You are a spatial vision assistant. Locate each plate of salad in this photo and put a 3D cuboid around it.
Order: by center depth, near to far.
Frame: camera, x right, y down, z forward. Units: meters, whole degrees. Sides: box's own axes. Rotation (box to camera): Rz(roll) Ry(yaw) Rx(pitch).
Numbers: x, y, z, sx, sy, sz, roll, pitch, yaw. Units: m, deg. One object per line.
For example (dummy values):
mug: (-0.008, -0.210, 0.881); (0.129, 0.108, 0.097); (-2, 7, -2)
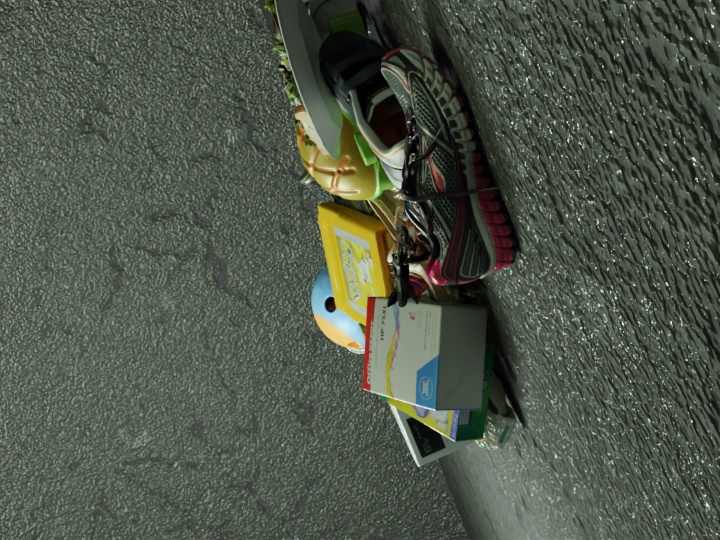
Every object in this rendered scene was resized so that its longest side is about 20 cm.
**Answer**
plate of salad: (-0.064, -0.213, 1.007); (0.200, 0.048, 0.202); (-17, -90, -80)

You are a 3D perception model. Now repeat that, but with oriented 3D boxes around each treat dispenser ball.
treat dispenser ball: (-0.004, 0.063, 1.976); (0.201, 0.199, 0.202); (157, 90, -87)

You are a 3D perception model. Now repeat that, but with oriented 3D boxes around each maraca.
maraca: (-0.033, -0.177, 1.186); (0.201, 0.107, 0.137); (59, 153, -10)

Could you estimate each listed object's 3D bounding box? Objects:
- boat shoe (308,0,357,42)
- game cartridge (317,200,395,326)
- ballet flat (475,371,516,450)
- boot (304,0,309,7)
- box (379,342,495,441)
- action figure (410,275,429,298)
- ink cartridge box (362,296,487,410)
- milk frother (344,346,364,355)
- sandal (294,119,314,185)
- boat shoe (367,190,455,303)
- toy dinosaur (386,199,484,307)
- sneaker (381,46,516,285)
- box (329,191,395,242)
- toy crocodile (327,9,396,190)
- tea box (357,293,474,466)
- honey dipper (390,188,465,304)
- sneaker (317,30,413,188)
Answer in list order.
boat shoe: (-0.025, -0.267, 1.122); (0.200, 0.070, 0.070); (121, 130, -79)
game cartridge: (0.000, 0.000, 1.361); (0.200, 0.032, 0.178); (25, 130, 58)
ballet flat: (0.144, 0.131, 1.186); (0.072, 0.071, 0.201); (71, 174, -53)
boot: (-0.080, -0.342, 1.340); (0.200, 0.075, 0.074); (168, 95, -86)
box: (0.084, 0.125, 1.176); (0.200, 0.048, 0.119); (20, 105, 60)
action figure: (0.047, -0.014, 1.436); (0.065, 0.099, 0.201); (-7, 115, 40)
ink cartridge box: (0.061, 0.092, 1.108); (0.199, 0.067, 0.117); (3, 90, 60)
milk frother: (0.048, 0.093, 2.240); (0.200, 0.179, 0.189); (-43, -61, -46)
sandal: (-0.064, -0.224, 1.361); (0.080, 0.057, 0.203); (-155, 75, -78)
boat shoe: (0.066, -0.027, 1.209); (0.074, 0.069, 0.201); (73, 174, -65)
toy dinosaur: (0.076, -0.039, 1.012); (0.200, 0.101, 0.137); (-39, -57, -74)
sneaker: (0.061, -0.085, 0.770); (0.081, 0.074, 0.202); (-161, 49, -86)
box: (0.016, -0.099, 1.342); (0.201, 0.044, 0.160); (66, 156, 9)
toy crocodile: (0.011, -0.183, 1.031); (0.062, 0.067, 0.201); (-120, 7, -75)
tea box: (0.099, 0.168, 1.505); (0.197, 0.133, 0.201); (-126, 14, -76)
honey dipper: (0.092, -0.016, 1.137); (0.038, 0.038, 0.201); (-172, 58, -87)
sneaker: (0.016, -0.176, 0.918); (0.201, 0.078, 0.080); (58, 177, 25)
